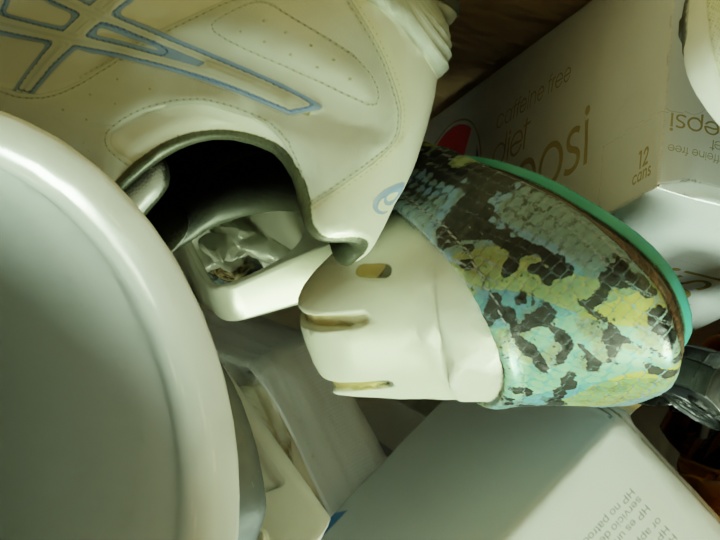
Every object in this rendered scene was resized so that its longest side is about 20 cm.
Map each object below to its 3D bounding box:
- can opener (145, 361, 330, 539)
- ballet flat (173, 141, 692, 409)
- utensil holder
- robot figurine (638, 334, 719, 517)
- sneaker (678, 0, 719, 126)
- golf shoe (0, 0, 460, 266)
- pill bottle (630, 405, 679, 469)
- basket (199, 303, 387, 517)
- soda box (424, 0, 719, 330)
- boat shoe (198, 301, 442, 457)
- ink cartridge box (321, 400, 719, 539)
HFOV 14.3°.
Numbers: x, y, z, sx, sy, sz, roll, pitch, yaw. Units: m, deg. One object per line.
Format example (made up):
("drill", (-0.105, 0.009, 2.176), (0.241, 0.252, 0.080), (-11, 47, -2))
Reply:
("can opener", (-0.072, 0.003, 0.751), (0.053, 0.200, 0.067), (-17, 143, -32))
("ballet flat", (0.000, 0.000, 0.735), (0.074, 0.074, 0.200), (22, -178, -38))
("utensil holder", (-0.156, 0.055, 0.673), (0.200, 0.170, 0.170), (-8, 156, 45))
("robot figurine", (0.135, 0.059, 0.774), (0.145, 0.058, 0.200), (32, 172, 9))
("sneaker", (0.172, -0.048, 0.665), (0.199, 0.075, 0.081), (10, 148, -14))
("golf shoe", (-0.077, -0.046, 0.712), (0.199, 0.098, 0.078), (1, 162, 22))
("pill bottle", (0.184, 0.075, 0.942), (0.200, 0.111, 0.111), (-8, 156, 39))
("basket", (-0.046, 0.125, 0.863), (0.135, 0.123, 0.200), (8, 129, 61))
("soda box", (0.063, -0.019, 0.777), (0.063, 0.068, 0.200), (13, 161, -18))
("boat shoe", (0.016, 0.057, 0.890), (0.200, 0.072, 0.069), (36, 121, 10))
("ink cartridge box", (0.065, 0.144, 0.793), (0.200, 0.145, 0.084), (46, 174, -24))
